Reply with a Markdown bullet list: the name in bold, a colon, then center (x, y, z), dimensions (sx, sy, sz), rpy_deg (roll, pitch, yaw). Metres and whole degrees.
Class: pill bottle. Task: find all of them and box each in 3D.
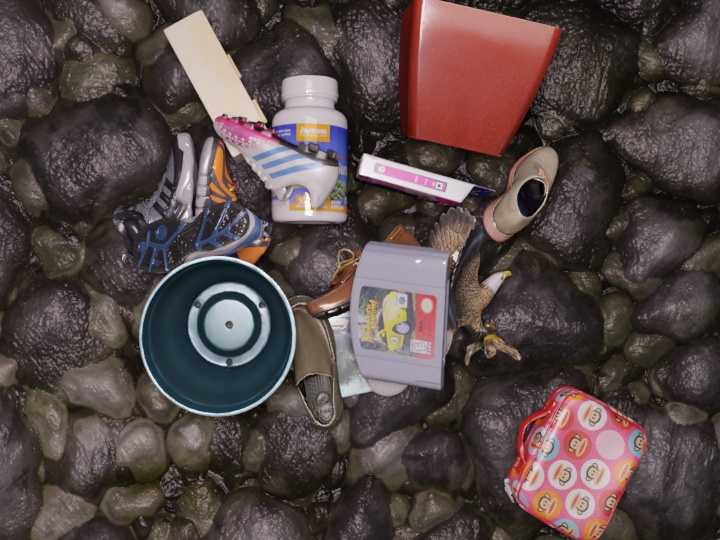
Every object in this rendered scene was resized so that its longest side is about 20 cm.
- **pill bottle**: center (-0.073, -0.170, 1.155), dimensions (0.110, 0.112, 0.204), rpy_deg (0, 91, -5)

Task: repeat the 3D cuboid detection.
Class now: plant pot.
- **plant pot**: center (0.146, -0.263, 1.142), dimensions (0.197, 0.200, 0.179), rpy_deg (10, 100, -4)
- **plant pot**: center (-0.185, 0.081, 1.108), dimensions (0.196, 0.188, 0.204), rpy_deg (0, 91, -4)

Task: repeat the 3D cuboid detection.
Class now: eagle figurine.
- **eagle figurine**: center (0.152, 0.024, 1.163), dimensions (0.151, 0.150, 0.202), rpy_deg (-45, 114, -41)

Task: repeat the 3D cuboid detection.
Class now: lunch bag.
- **lunch bag**: center (0.310, 0.281, 1.203), dimensions (0.175, 0.082, 0.202), rpy_deg (30, 88, -4)

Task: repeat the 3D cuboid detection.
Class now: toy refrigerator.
- **toy refrigerator**: center (-0.201, -0.263, 1.163), dimensions (0.069, 0.076, 0.202), rpy_deg (-28, 92, -4)

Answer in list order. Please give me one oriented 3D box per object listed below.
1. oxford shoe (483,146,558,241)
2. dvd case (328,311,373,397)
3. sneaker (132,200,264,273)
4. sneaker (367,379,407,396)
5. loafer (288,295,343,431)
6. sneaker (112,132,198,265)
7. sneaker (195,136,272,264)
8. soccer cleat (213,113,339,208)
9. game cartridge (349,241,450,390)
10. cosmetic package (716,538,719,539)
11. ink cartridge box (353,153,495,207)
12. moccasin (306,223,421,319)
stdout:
- **oxford shoe**: center (0.252, -0.119, 1.167), dimensions (0.071, 0.074, 0.201), rpy_deg (44, 54, -13)
- **dvd case**: center (0.002, 0.110, 1.207), dimensions (0.197, 0.022, 0.148), rpy_deg (-10, 91, -5)
- **sneaker**: center (-0.220, -0.037, 1.090), dimensions (0.197, 0.077, 0.077), rpy_deg (-10, 79, 22)
- **sneaker**: center (0.067, 0.084, 1.171), dimensions (0.075, 0.105, 0.202), rpy_deg (22, 118, -1)
- **loafer**: center (-0.064, 0.134, 1.157), dimensions (0.074, 0.070, 0.203), rpy_deg (-17, 91, -4)
- **sneaker**: center (-0.294, -0.099, 1.154), dimensions (0.112, 0.075, 0.204), rpy_deg (4, 92, -7)
- **sneaker**: center (-0.180, -0.090, 1.157), dimensions (0.110, 0.078, 0.203), rpy_deg (2, 116, -11)
- **soccer cleat**: center (-0.122, -0.145, 1.078), dimensions (0.198, 0.070, 0.088), rpy_deg (25, 105, 20)
- **game cartridge**: center (0.052, 0.063, 1.085), dimensions (0.131, 0.041, 0.203), rpy_deg (8, 115, 18)
- **cosmetic package**: center (0.642, 0.427, 1.216), dimensions (0.198, 0.113, 0.082), rpy_deg (-26, 92, -3)
- **ink cartridge box**: center (0.090, -0.125, 1.177), dimensions (0.197, 0.095, 0.038), rpy_deg (13, 89, -5)
- **moccasin**: center (0.000, 0.000, 1.164), dimensions (0.200, 0.074, 0.078), rpy_deg (-36, 87, -18)
